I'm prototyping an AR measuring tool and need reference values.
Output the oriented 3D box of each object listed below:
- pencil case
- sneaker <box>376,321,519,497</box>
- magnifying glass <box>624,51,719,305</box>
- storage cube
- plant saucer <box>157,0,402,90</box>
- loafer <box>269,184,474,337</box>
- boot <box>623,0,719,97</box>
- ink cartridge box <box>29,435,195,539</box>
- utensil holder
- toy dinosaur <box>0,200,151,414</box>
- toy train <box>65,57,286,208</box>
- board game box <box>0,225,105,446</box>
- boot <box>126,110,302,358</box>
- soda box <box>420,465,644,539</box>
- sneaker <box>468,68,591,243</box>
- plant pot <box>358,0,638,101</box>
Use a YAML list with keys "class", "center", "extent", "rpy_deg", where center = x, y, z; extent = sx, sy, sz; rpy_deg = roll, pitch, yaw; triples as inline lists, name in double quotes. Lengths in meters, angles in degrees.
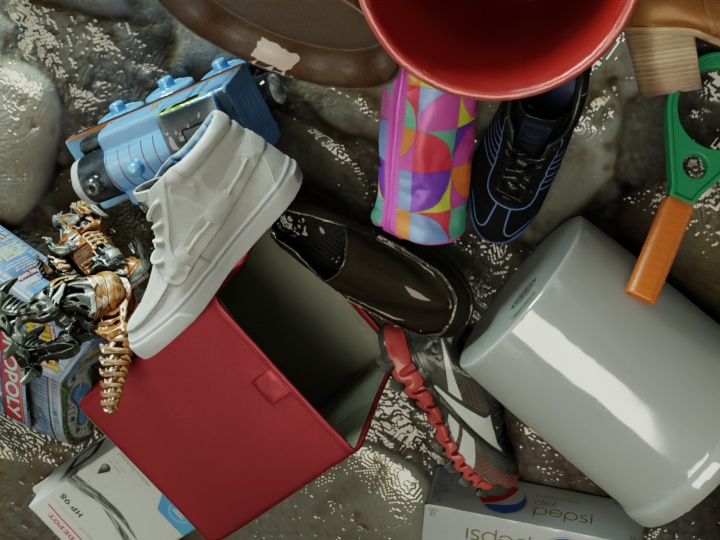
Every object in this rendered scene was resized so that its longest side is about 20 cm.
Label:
- class: "pencil case"
  center: [0.050, -0.120, 1.065]
  extent: [0.088, 0.089, 0.202]
  rpy_deg: [6, 117, 12]
- class: "sneaker"
  center: [0.099, 0.114, 1.176]
  extent: [0.097, 0.071, 0.201]
  rpy_deg: [-27, 111, 17]
- class: "magnifying glass"
  center: [0.249, -0.071, 1.011]
  extent: [0.079, 0.022, 0.201]
  rpy_deg: [23, 83, 1]
- class: "storage cube"
  center: [-0.100, 0.095, 1.163]
  extent: [0.179, 0.171, 0.200]
  rpy_deg: [-35, 103, 27]
- class: "plant saucer"
  center: [-0.058, -0.193, 0.980]
  extent: [0.199, 0.200, 0.035]
  rpy_deg: [18, 78, 6]
- class: "loafer"
  center: [0.000, 0.000, 1.109]
  extent: [0.199, 0.071, 0.073]
  rpy_deg: [28, 111, 14]
- class: "boot"
  center: [0.285, -0.217, 0.965]
  extent: [0.198, 0.074, 0.156]
  rpy_deg: [-9, 99, 1]
- class: "ink cartridge box"
  center: [-0.242, 0.231, 1.328]
  extent: [0.199, 0.067, 0.116]
  rpy_deg: [-35, 104, 27]
- class: "utensil holder"
  center: [0.204, 0.078, 1.080]
  extent: [0.200, 0.170, 0.170]
  rpy_deg: [39, 119, -3]
- class: "toy dinosaur"
  center: [-0.233, 0.026, 1.099]
  extent: [0.135, 0.200, 0.103]
  rpy_deg: [-20, 123, -7]
- class: "toy train"
  center: [-0.156, -0.110, 1.106]
  extent: [0.199, 0.114, 0.087]
  rpy_deg: [-18, 110, 22]
- class: "board game box"
  center: [-0.304, 0.067, 1.233]
  extent: [0.199, 0.062, 0.202]
  rpy_deg: [20, 121, 27]
- class: "boot"
  center: [-0.141, -0.031, 1.032]
  extent: [0.095, 0.074, 0.200]
  rpy_deg: [37, 100, -21]
- class: "soda box"
  center: [0.158, 0.242, 1.231]
  extent: [0.198, 0.064, 0.069]
  rpy_deg: [10, 119, 11]
- class: "sneaker"
  center: [0.129, -0.101, 1.057]
  extent: [0.070, 0.078, 0.201]
  rpy_deg: [19, 119, 5]
- class: "plant pot"
  center: [0.101, -0.240, 0.932]
  extent: [0.198, 0.178, 0.202]
  rpy_deg: [4, 116, 9]
